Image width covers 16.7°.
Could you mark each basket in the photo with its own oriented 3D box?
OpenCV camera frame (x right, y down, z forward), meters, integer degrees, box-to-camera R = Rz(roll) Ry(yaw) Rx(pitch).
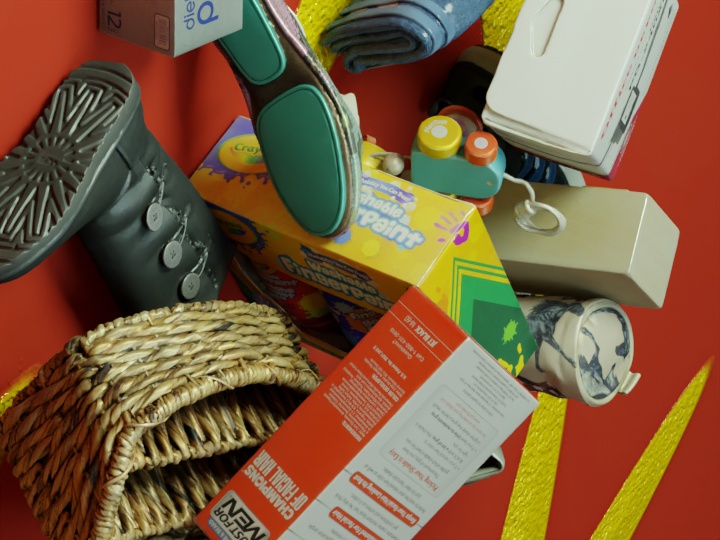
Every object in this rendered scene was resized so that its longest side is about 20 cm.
[{"bbox_3d":[-0.101,0.114,1.532,0.200,0.149,0.143,-4,148,-48],"label":"basket"}]

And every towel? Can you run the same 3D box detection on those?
[{"bbox_3d":[0.068,-0.210,1.695,0.200,0.112,0.049,-43,113,-33],"label":"towel"}]

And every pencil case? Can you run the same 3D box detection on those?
[{"bbox_3d":[0.105,0.058,1.818,0.089,0.200,0.078,49,53,-45],"label":"pencil case"}]

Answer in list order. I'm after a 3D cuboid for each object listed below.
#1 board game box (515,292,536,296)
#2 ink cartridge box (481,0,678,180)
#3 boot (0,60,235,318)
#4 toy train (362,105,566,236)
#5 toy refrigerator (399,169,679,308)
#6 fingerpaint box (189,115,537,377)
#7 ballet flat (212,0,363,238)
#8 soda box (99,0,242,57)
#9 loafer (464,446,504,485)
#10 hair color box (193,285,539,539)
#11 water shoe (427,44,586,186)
[{"bbox_3d":[0.119,0.038,1.920,0.200,0.105,0.023,-56,128,-21],"label":"board game box"},{"bbox_3d":[0.158,-0.149,1.718,0.200,0.083,0.145,13,98,-80],"label":"ink cartridge box"},{"bbox_3d":[-0.161,-0.009,1.520,0.165,0.066,0.200,-53,149,-21],"label":"boot"},{"bbox_3d":[0.044,-0.053,1.722,0.150,0.200,0.056,41,47,-33],"label":"toy train"},{"bbox_3d":[0.125,-0.026,1.795,0.076,0.200,0.070,39,63,-56],"label":"toy refrigerator"},{"bbox_3d":[0.000,0.000,1.629,0.073,0.200,0.167,-54,146,-20],"label":"fingerpaint box"},{"bbox_3d":[-0.043,-0.119,1.550,0.200,0.069,0.071,63,31,-1],"label":"ballet flat"},{"bbox_3d":[-0.111,-0.234,1.455,0.068,0.063,0.200,-29,131,-46],"label":"soda box"},{"bbox_3d":[0.012,0.130,1.785,0.200,0.070,0.070,-4,120,-23],"label":"loafer"},{"bbox_3d":[0.005,0.118,1.524,0.200,0.064,0.111,-47,142,0],"label":"hair color box"},{"bbox_3d":[0.107,-0.086,1.872,0.079,0.071,0.200,-50,134,-17],"label":"water shoe"}]
